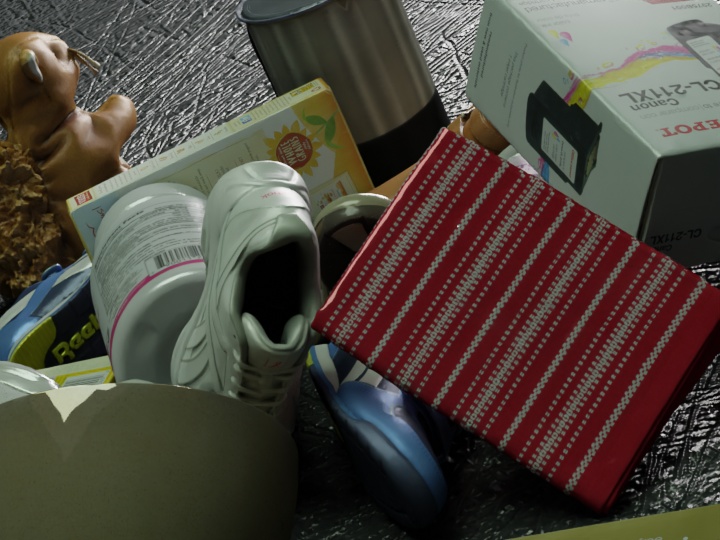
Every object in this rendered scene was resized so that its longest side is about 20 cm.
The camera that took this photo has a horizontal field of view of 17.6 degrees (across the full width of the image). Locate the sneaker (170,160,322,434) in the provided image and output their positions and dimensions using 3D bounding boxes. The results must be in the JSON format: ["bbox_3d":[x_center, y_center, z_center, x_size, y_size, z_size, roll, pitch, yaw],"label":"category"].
[{"bbox_3d":[-0.063,0.045,1.344,0.077,0.201,0.099,-2,24,-15],"label":"sneaker"}]

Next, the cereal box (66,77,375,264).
[{"bbox_3d":[-0.085,-0.026,1.612,0.199,0.144,0.040,-25,21,-3],"label":"cereal box"}]

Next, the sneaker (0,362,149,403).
[{"bbox_3d":[-0.172,0.112,1.374,0.199,0.076,0.088,6,34,35],"label":"sneaker"}]

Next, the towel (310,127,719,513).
[{"bbox_3d":[0.092,0.027,1.297,0.145,0.199,0.022,-55,-12,-12],"label":"towel"}]

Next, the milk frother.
[{"bbox_3d":[-0.047,-0.103,1.676,0.180,0.189,0.200,1,33,46],"label":"milk frother"}]

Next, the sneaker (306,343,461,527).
[{"bbox_3d":[0.024,0.080,1.370,0.082,0.074,0.200,-23,25,-3],"label":"sneaker"}]

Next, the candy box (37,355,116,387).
[{"bbox_3d":[-0.218,0.122,1.485,0.102,0.027,0.200,-14,27,23],"label":"candy box"}]

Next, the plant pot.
[{"bbox_3d":[-0.129,0.166,1.254,0.199,0.200,0.135,-15,59,19],"label":"plant pot"}]

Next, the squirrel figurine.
[{"bbox_3d":[-0.256,-0.084,1.831,0.141,0.187,0.200,2,35,44],"label":"squirrel figurine"}]

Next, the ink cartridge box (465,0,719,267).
[{"bbox_3d":[0.177,-0.096,1.398,0.145,0.083,0.200,-10,39,-27],"label":"ink cartridge box"}]

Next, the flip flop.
[{"bbox_3d":[0.000,0.000,1.456,0.081,0.200,0.058,-12,60,-2],"label":"flip flop"}]

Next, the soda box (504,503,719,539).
[{"bbox_3d":[0.118,0.167,1.129,0.199,0.068,0.064,-13,27,24],"label":"soda box"}]

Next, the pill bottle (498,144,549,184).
[{"bbox_3d":[0.113,-0.005,1.426,0.112,0.113,0.200,-18,25,14],"label":"pill bottle"}]

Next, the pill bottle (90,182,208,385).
[{"bbox_3d":[-0.113,0.019,1.490,0.113,0.114,0.200,-25,23,-2],"label":"pill bottle"}]

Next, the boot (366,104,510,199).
[{"bbox_3d":[0.061,-0.066,1.543,0.200,0.074,0.155,-35,-9,-43],"label":"boot"}]

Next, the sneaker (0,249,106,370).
[{"bbox_3d":[-0.202,0.022,1.711,0.200,0.074,0.082,-39,26,-31],"label":"sneaker"}]
